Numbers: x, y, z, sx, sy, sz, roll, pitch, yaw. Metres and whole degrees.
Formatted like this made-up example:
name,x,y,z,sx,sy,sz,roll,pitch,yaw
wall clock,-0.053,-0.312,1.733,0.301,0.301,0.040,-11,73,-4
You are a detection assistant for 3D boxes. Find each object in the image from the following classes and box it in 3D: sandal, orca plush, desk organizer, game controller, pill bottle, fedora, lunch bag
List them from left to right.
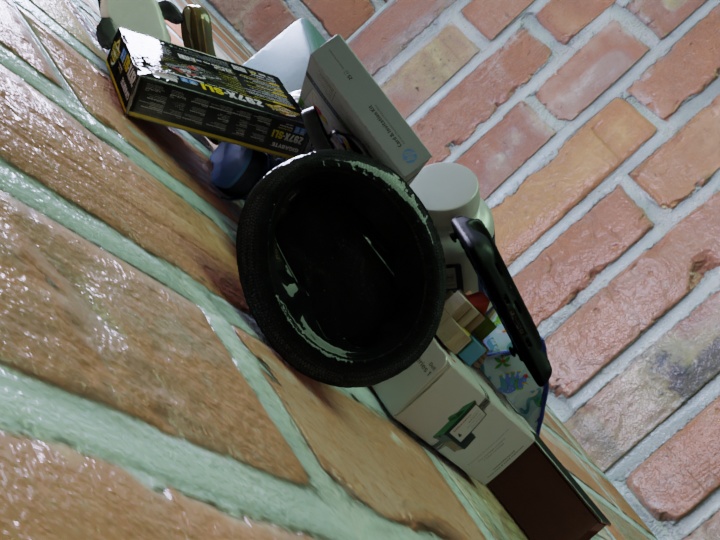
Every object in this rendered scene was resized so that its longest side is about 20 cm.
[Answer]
name,x,y,z,sx,sy,sz,roll,pitch,yaw
orca plush,-0.250,-0.260,1.372,0.200,0.105,0.071,45,-25,-6
sandal,-0.181,-0.239,1.425,0.080,0.054,0.201,47,-30,39
fedora,-0.024,0.001,0.991,0.201,0.201,0.092,47,-19,-8
sandal,0.007,-0.085,1.172,0.201,0.043,0.076,54,4,-8
pill bottle,0.103,-0.024,1.347,0.111,0.110,0.201,53,-18,42
lunch bag,0.187,0.157,1.627,0.170,0.127,0.201,-120,-164,-62
game controller,0.152,0.034,1.247,0.201,0.042,0.105,60,12,-26
desk organizer,0.193,0.239,1.345,0.200,0.077,0.072,51,7,24

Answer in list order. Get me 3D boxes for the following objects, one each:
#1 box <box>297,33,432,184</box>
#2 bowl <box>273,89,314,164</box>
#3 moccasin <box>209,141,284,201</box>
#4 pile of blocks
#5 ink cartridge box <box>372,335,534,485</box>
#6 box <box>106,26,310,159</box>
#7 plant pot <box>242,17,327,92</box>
name,x,y,z,sx,sy,sz,roll,pitch,yaw
box,-0.002,-0.146,1.224,0.156,0.041,0.200,53,-11,2
bowl,-0.065,-0.164,1.451,0.199,0.095,0.201,14,-20,5
moccasin,-0.123,-0.117,1.309,0.068,0.080,0.200,42,8,-17
pile of blocks,0.120,0.056,1.234,0.082,0.062,0.200,47,5,1
ink cartridge box,0.081,0.122,1.238,0.200,0.084,0.146,41,8,-44
box,-0.164,-0.190,1.243,0.199,0.050,0.160,13,25,-27
plant pot,-0.079,-0.190,1.636,0.196,0.196,0.201,43,17,-39
